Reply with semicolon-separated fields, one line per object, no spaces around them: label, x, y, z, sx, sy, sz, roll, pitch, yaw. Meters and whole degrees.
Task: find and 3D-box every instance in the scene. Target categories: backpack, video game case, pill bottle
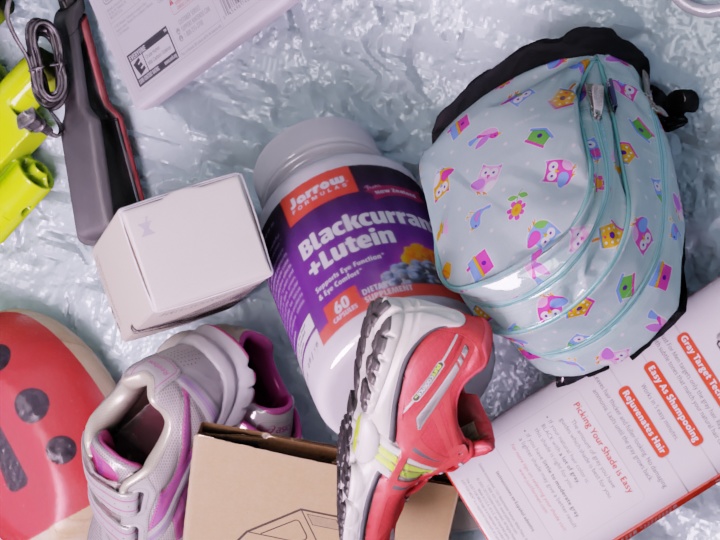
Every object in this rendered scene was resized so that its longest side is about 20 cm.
backpack;0.110;-0.033;1.552;0.167;0.127;0.200;-38;38;28
video game case;-0.120;-0.221;1.706;0.200;0.023;0.182;-30;82;50
pill bottle;0.000;0.000;1.622;0.111;0.111;0.200;-48;41;23

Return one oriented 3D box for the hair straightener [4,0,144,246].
hair straightener;-0.190;-0.113;1.759;0.041;0.077;0.200;-7;95;37

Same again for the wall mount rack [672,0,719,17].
wall mount rack;0.221;-0.243;1.540;0.174;0.075;0.200;6;99;26

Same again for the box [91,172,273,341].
box;-0.113;-0.006;1.667;0.082;0.200;0.068;-18;87;-10

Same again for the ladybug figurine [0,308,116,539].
ladybug figurine;-0.220;0.117;1.807;0.136;0.072;0.200;-33;81;26

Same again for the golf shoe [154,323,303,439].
golf shoe;-0.071;0.129;1.722;0.091;0.075;0.200;-21;87;47

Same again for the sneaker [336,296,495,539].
sneaker;0.033;0.103;1.522;0.085;0.077;0.200;7;131;-7

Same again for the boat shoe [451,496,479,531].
boat shoe;0.076;0.125;1.671;0.200;0.067;0.057;1;60;26

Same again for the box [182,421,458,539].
box;-0.033;0.191;1.677;0.163;0.021;0.200;11;125;1

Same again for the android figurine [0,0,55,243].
android figurine;-0.289;-0.098;1.835;0.200;0.041;0.182;-46;76;23

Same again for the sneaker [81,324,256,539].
sneaker;-0.142;0.127;1.684;0.081;0.088;0.200;31;112;35

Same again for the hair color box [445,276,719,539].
hair color box;0.155;0.100;1.577;0.200;0.061;0.102;-31;78;1
